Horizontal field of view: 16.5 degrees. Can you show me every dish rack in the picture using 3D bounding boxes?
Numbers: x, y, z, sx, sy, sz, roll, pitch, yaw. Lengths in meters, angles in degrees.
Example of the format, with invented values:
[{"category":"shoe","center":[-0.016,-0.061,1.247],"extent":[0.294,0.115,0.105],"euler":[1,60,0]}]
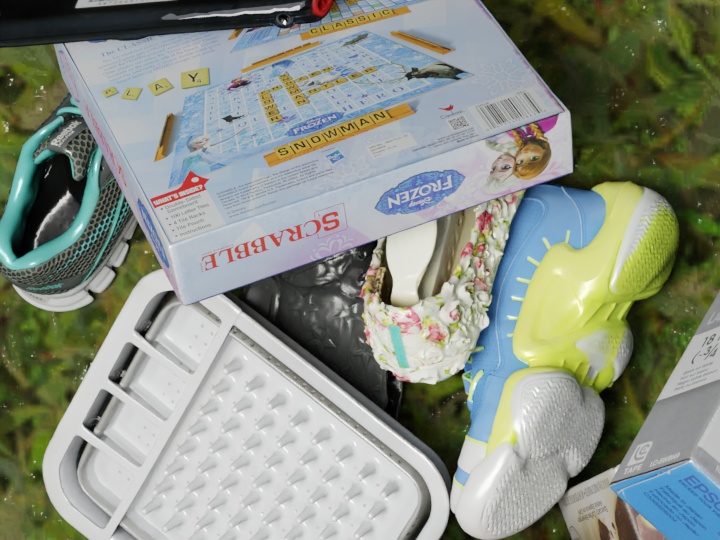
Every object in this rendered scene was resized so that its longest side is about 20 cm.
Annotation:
[{"category":"dish rack","center":[-0.054,0.106,1.270],"extent":[0.200,0.044,0.172],"euler":[38,119,12]}]

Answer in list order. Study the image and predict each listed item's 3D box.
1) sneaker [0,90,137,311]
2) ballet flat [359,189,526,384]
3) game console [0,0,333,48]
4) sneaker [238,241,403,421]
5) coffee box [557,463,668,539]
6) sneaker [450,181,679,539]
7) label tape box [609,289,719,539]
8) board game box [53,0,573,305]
[{"category":"sneaker","center":[-0.132,-0.070,1.296],"extent":[0.078,0.091,0.200],"euler":[26,92,12]},{"category":"ballet flat","center":[0.043,-0.038,1.224],"extent":[0.076,0.064,0.200],"euler":[-4,55,19]},{"category":"game console","center":[-0.101,-0.168,1.267],"extent":[0.200,0.177,0.031],"euler":[-4,129,13]},{"category":"sneaker","center":[-0.001,0.000,1.281],"extent":[0.104,0.060,0.200],"euler":[20,97,15]},{"category":"coffee box","center":[0.176,0.183,1.191],"extent":[0.080,0.113,0.200],"euler":[-19,81,-13]},{"category":"sneaker","center":[0.077,0.038,1.242],"extent":[0.105,0.076,0.200],"euler":[19,66,34]},{"category":"label tape box","center":[0.222,0.065,1.144],"extent":[0.144,0.063,0.200],"euler":[42,57,-12]},{"category":"board game box","center":[-0.028,-0.086,1.204],"extent":[0.200,0.041,0.200],"euler":[-18,43,-12]}]
